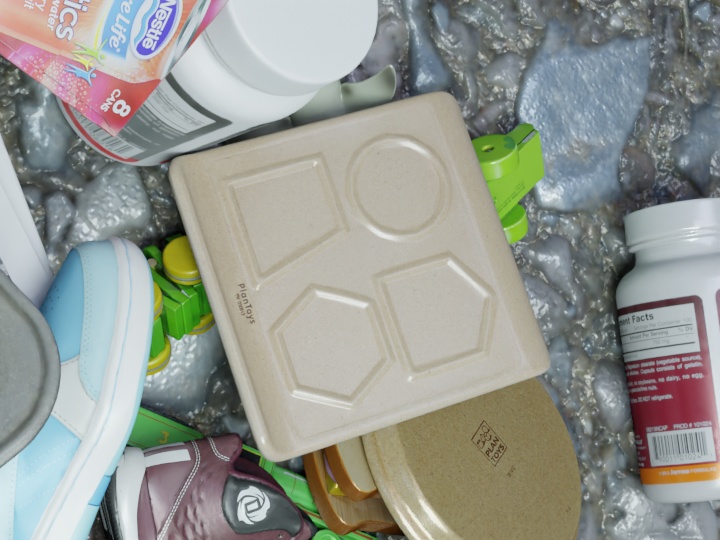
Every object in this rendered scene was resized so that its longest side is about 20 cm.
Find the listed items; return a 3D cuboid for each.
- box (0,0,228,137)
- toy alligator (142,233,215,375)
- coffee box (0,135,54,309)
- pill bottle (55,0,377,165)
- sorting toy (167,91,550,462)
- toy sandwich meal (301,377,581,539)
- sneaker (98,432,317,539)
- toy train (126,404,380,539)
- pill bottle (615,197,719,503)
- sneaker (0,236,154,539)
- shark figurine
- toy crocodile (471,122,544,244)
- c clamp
[{"bbox_3d":[-0.155,-0.164,0.757,0.100,0.200,0.095,-49,129,4],"label":"box"},{"bbox_3d":[-0.141,0.031,0.873,0.054,0.059,0.200,34,58,25],"label":"toy alligator"},{"bbox_3d":[-0.291,-0.032,0.712,0.197,0.199,0.201,-22,93,-30],"label":"coffee box"},{"bbox_3d":[-0.084,-0.131,0.841,0.113,0.199,0.115,6,80,-35],"label":"pill bottle"},{"bbox_3d":[0.000,0.000,0.893,0.199,0.036,0.186,-15,80,-23],"label":"sorting toy"},{"bbox_3d":[0.054,0.122,0.946,0.204,0.070,0.206,25,47,-31],"label":"toy sandwich meal"},{"bbox_3d":[-0.073,0.185,0.840,0.115,0.076,0.201,-15,105,-18],"label":"sneaker"},{"bbox_3d":[-0.067,0.136,0.902,0.199,0.042,0.057,26,59,-23],"label":"toy train"},{"bbox_3d":[0.239,0.055,1.045,0.112,0.113,0.202,-3,83,-30],"label":"pill bottle"},{"bbox_3d":[-0.171,0.065,0.625,0.130,0.079,0.201,23,81,-26],"label":"sneaker"},{"bbox_3d":[-0.019,-0.148,0.945,0.127,0.216,0.090,4,34,-5],"label":"shark figurine"},{"bbox_3d":[0.061,-0.033,0.990,0.200,0.061,0.068,-47,136,-35],"label":"toy crocodile"},{"bbox_3d":[-0.212,0.039,0.582,0.170,0.027,0.200,-35,77,-22],"label":"c clamp"}]
